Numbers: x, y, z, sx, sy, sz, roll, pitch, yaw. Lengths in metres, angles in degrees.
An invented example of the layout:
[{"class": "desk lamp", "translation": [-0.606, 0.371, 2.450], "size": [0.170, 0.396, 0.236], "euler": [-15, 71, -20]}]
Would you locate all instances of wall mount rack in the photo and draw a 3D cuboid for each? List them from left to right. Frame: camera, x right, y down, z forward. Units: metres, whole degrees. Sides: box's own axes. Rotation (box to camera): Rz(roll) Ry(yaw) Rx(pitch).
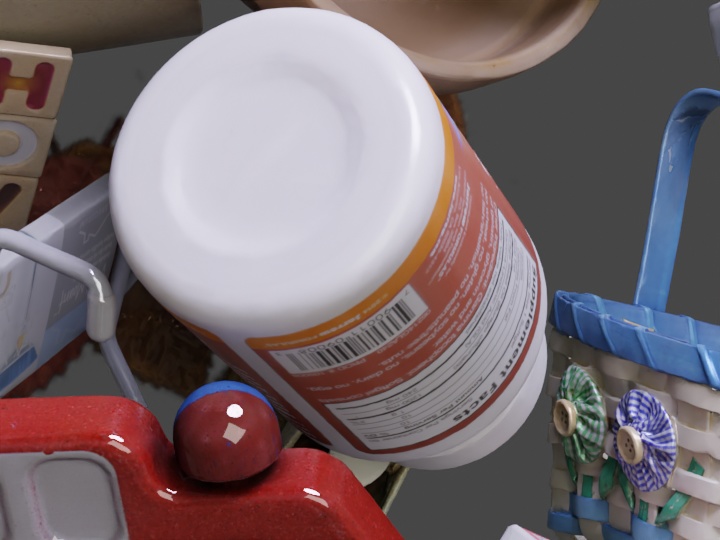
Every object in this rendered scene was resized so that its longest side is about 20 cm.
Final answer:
[{"class": "wall mount rack", "translation": [-0.098, 0.045, 0.928], "size": [0.075, 0.200, 0.174], "euler": [24, 121, 16]}]

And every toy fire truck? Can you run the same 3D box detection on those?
[{"class": "toy fire truck", "translation": [-0.071, 0.112, 0.806], "size": [0.200, 0.112, 0.168], "euler": [-3, 122, 10]}]

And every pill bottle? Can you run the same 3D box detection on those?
[{"class": "pill bottle", "translation": [0.000, 0.000, 0.877], "size": [0.112, 0.200, 0.112], "euler": [-7, 67, 16]}]

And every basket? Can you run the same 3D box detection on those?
[{"class": "basket", "translation": [0.159, 0.030, 1.005], "size": [0.139, 0.176, 0.200], "euler": [16, 89, -26]}]

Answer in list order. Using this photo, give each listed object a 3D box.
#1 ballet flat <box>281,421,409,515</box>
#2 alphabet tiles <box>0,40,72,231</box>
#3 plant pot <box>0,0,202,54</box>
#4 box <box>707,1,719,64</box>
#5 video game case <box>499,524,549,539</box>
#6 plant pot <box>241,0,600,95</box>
[{"class": "ballet flat", "translation": [-0.030, 0.108, 0.968], "size": [0.067, 0.062, 0.200], "euler": [31, 61, -7]}, {"class": "alphabet tiles", "translation": [-0.209, -0.054, 0.896], "size": [0.200, 0.167, 0.008], "euler": [5, 50, -16]}, {"class": "plant pot", "translation": [-0.179, -0.145, 0.913], "size": [0.200, 0.187, 0.187], "euler": [-18, 92, -6]}, {"class": "box", "translation": [0.266, -0.049, 1.035], "size": [0.131, 0.199, 0.200], "euler": [-19, 92, -19]}, {"class": "video game case", "translation": [0.149, 0.160, 0.963], "size": [0.017, 0.143, 0.200], "euler": [-56, 143, 3]}, {"class": "plant pot", "translation": [-0.006, -0.154, 0.914], "size": [0.201, 0.093, 0.201], "euler": [13, 70, -39]}]
